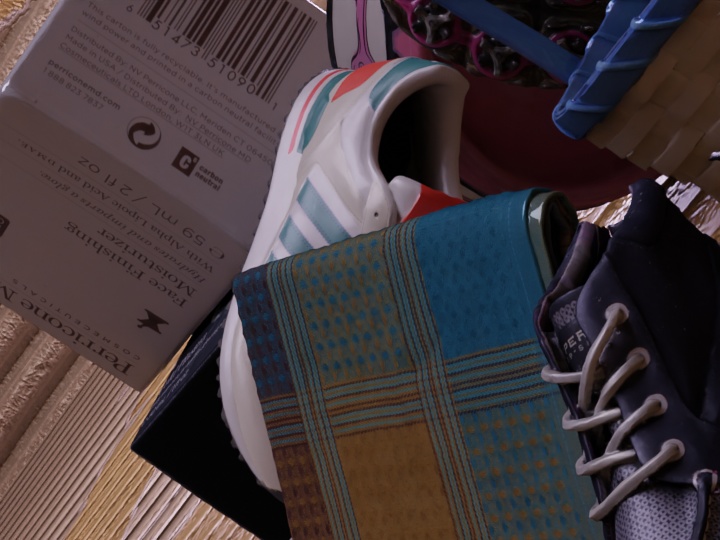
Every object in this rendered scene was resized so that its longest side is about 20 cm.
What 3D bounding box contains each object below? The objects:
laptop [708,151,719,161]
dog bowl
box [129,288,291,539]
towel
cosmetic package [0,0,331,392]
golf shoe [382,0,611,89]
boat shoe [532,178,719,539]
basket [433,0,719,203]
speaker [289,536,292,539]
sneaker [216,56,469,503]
[{"bbox_3d":[0.206,-0.083,0.610,0.201,0.116,0.187,-58,9,-7],"label":"laptop"},{"bbox_3d":[0.089,-0.118,1.201,0.201,0.200,0.074,-56,25,-1],"label":"dog bowl"},{"bbox_3d":[-0.006,0.019,1.447,0.200,0.124,0.197,-48,10,47],"label":"box"},{"bbox_3d":[0.026,0.055,0.966,0.022,0.148,0.199,-12,-2,-35],"label":"towel"},{"bbox_3d":[-0.124,-0.069,1.473,0.166,0.164,0.200,-61,7,-34],"label":"cosmetic package"},{"bbox_3d":[0.106,-0.120,1.129,0.092,0.198,0.073,-82,-2,-70],"label":"golf shoe"},{"bbox_3d":[0.087,0.056,0.826,0.075,0.093,0.200,-41,16,36],"label":"boat shoe"},{"bbox_3d":[0.119,-0.127,0.974,0.176,0.199,0.139,-48,12,39],"label":"basket"},{"bbox_3d":[0.023,0.107,1.070,0.200,0.081,0.081,-54,8,23],"label":"speaker"},{"bbox_3d":[0.000,0.000,1.104,0.093,0.070,0.201,-14,59,54],"label":"sneaker"}]
